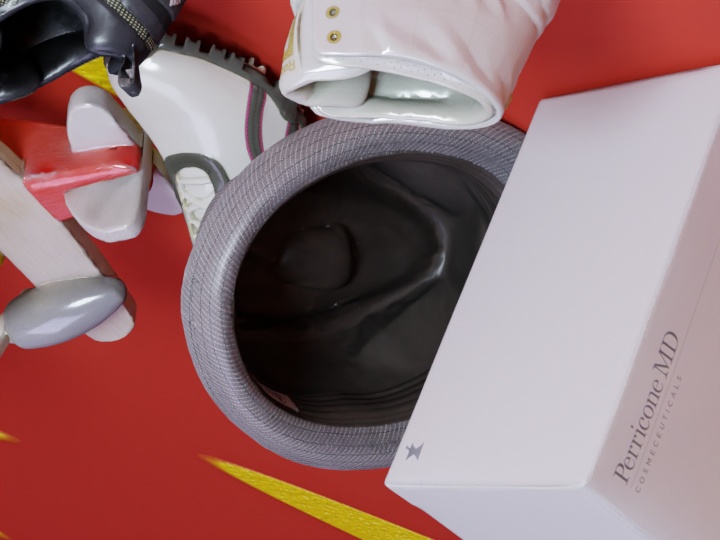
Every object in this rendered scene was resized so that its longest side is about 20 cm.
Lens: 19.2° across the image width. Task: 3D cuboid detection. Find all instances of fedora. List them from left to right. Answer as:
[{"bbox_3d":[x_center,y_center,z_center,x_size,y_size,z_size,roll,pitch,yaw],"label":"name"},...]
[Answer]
[{"bbox_3d":[0.000,0.000,1.011,0.200,0.177,0.090,-11,-158,-22],"label":"fedora"}]

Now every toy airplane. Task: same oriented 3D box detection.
[{"bbox_3d":[-0.193,-0.030,1.102,0.200,0.141,0.199,28,155,-9],"label":"toy airplane"}]

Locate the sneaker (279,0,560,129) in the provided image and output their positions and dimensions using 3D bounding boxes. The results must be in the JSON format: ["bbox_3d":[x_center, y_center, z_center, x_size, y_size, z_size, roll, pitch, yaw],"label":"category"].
[{"bbox_3d":[-0.022,-0.124,0.803,0.200,0.116,0.074,22,158,6],"label":"sneaker"}]

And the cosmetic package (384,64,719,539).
[{"bbox_3d":[0.146,0.053,0.917,0.200,0.200,0.123,37,153,-30],"label":"cosmetic package"}]

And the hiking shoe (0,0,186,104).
[{"bbox_3d":[-0.167,-0.127,0.942,0.200,0.101,0.076,8,152,30],"label":"hiking shoe"}]

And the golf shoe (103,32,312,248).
[{"bbox_3d":[-0.058,-0.041,1.047,0.077,0.088,0.200,-1,145,46],"label":"golf shoe"}]
